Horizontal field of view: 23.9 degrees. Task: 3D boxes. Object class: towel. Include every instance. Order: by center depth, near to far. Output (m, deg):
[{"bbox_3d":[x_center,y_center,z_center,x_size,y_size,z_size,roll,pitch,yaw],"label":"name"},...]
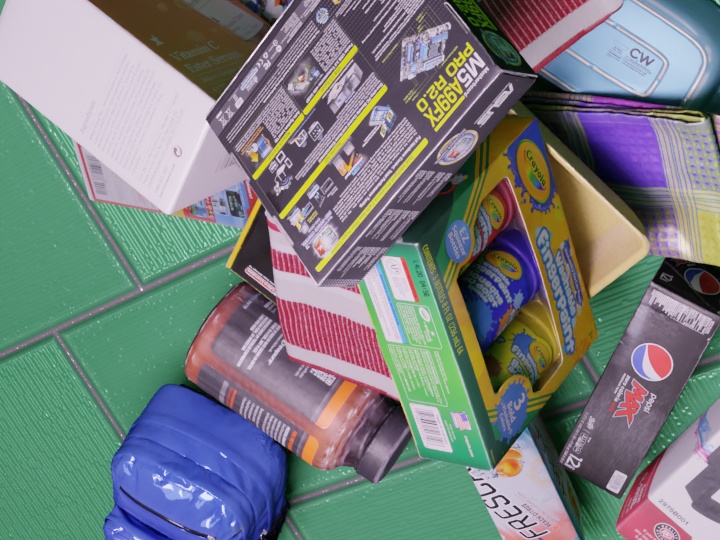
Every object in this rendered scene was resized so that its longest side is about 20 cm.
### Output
[{"bbox_3d":[0.089,-0.224,1.175,0.144,0.023,0.200,-37,118,-8],"label":"towel"},{"bbox_3d":[0.191,-0.069,1.303,0.199,0.023,0.144,9,131,33],"label":"towel"},{"bbox_3d":[-0.011,0.017,1.343,0.143,0.023,0.201,19,136,26],"label":"towel"}]

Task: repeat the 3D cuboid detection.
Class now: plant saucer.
[{"bbox_3d":[0.108,-0.053,1.326,0.200,0.048,0.200,43,140,-3],"label":"plant saucer"}]

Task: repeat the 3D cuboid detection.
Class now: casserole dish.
[{"bbox_3d":[0.187,-0.174,1.271,0.199,0.039,0.121,33,126,5],"label":"casserole dish"}]

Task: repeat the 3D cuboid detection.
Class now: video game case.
[{"bbox_3d":[-0.168,-0.108,1.466,0.199,0.017,0.144,11,131,28],"label":"video game case"}]

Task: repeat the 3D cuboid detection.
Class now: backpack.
[{"bbox_3d":[-0.152,0.216,1.554,0.162,0.168,0.200,24,142,6],"label":"backpack"}]

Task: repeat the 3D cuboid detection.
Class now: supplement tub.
[{"bbox_3d":[-0.049,0.103,1.487,0.200,0.107,0.107,34,126,10],"label":"supplement tub"}]

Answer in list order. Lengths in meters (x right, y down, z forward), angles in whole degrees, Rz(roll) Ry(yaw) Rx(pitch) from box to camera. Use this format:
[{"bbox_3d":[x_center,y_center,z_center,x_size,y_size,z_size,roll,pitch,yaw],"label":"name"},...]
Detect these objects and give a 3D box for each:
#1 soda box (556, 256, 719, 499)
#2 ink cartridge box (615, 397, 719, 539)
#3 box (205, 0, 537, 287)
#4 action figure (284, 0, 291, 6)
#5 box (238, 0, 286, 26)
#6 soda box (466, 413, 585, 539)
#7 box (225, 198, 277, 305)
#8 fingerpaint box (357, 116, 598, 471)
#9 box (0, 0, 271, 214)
[{"bbox_3d":[0.230,0.084,1.368,0.063,0.071,0.201,29,125,10],"label":"soda box"},{"bbox_3d":[0.325,0.176,1.366,0.146,0.083,0.200,39,127,2],"label":"ink cartridge box"},{"bbox_3d":[0.001,-0.113,1.121,0.200,0.044,0.160,-50,62,27],"label":"box"},{"bbox_3d":[0.021,-0.186,1.252,0.194,0.104,0.200,94,153,-47],"label":"action figure"},{"bbox_3d":[-0.090,-0.243,1.367,0.136,0.038,0.200,38,126,2],"label":"box"},{"bbox_3d":[0.129,0.163,1.421,0.063,0.069,0.200,-18,127,14],"label":"soda box"},{"bbox_3d":[0.000,0.000,1.386,0.200,0.049,0.160,37,138,5],"label":"box"},{"bbox_3d":[0.086,0.014,1.237,0.073,0.167,0.201,6,128,38],"label":"fingerpaint box"},{"bbox_3d":[-0.160,-0.159,1.314,0.200,0.152,0.107,38,123,14],"label":"box"}]
